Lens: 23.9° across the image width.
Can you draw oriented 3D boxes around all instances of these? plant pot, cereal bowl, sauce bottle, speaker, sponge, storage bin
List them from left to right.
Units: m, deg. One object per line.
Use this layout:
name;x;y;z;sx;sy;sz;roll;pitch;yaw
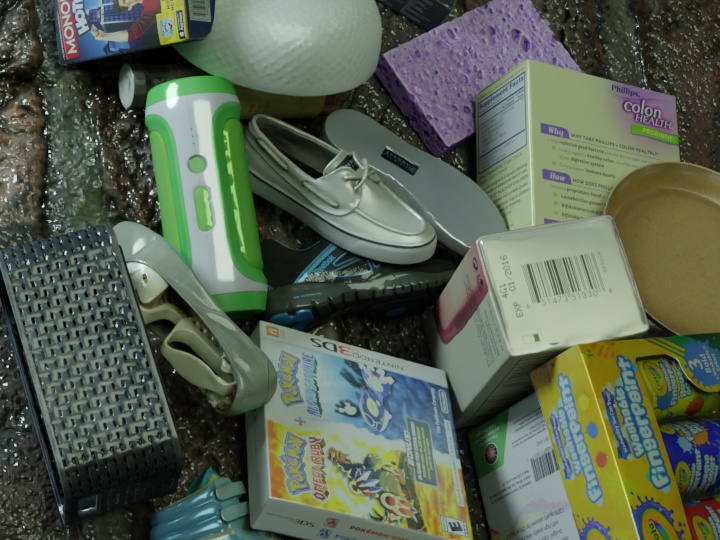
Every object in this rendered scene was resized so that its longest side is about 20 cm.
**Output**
storage bin;-0.210;0.080;1.310;0.094;0.135;0.200;-14;73;-14
speaker;-0.131;-0.059;1.438;0.088;0.088;0.200;-5;82;-28
sauce bottle;-0.116;-0.166;1.527;0.200;0.066;0.066;-5;69;-29
cereal bowl;-0.073;-0.241;1.522;0.200;0.083;0.200;11;33;-7
sponge;0.117;-0.198;1.677;0.200;0.030;0.112;-31;83;-34
plant pot;0.305;-0.010;1.541;0.200;0.027;0.200;10;56;-16

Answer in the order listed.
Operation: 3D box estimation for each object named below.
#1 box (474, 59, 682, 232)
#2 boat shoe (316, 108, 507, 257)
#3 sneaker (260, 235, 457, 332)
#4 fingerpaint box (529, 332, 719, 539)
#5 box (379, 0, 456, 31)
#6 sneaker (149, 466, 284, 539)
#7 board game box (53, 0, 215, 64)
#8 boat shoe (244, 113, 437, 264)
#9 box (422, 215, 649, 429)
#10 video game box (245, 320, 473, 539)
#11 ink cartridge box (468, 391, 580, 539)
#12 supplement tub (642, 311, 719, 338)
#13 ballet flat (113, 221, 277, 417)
box;0.207;-0.076;1.606;0.176;0.097;0.200;10;70;-27
boat shoe;0.041;-0.066;1.552;0.200;0.070;0.071;33;53;1
sneaker;0.000;0.000;1.501;0.200;0.073;0.082;-5;64;-30
fingerpaint box;0.246;0.157;1.372;0.167;0.073;0.200;-2;68;-33
box;0.022;-0.353;1.692;0.200;0.050;0.158;30;57;-11
sneaker;-0.077;0.219;1.356;0.200;0.080;0.131;2;67;-26
board game box;-0.217;-0.285;1.482;0.062;0.200;0.200;-6;92;-55
boat shoe;-0.019;-0.075;1.493;0.200;0.066;0.072;31;41;18
box;0.145;0.047;1.461;0.128;0.200;0.109;-10;71;-16
video game box;-0.005;0.143;1.405;0.182;0.047;0.200;14;39;-19
ink cartridge box;0.180;0.209;1.445;0.084;0.145;0.200;0;67;-30
supplement tub;0.312;0.092;1.575;0.200;0.132;0.132;-24;79;-32
ballet flat;-0.148;0.037;1.362;0.200;0.067;0.064;45;40;16
